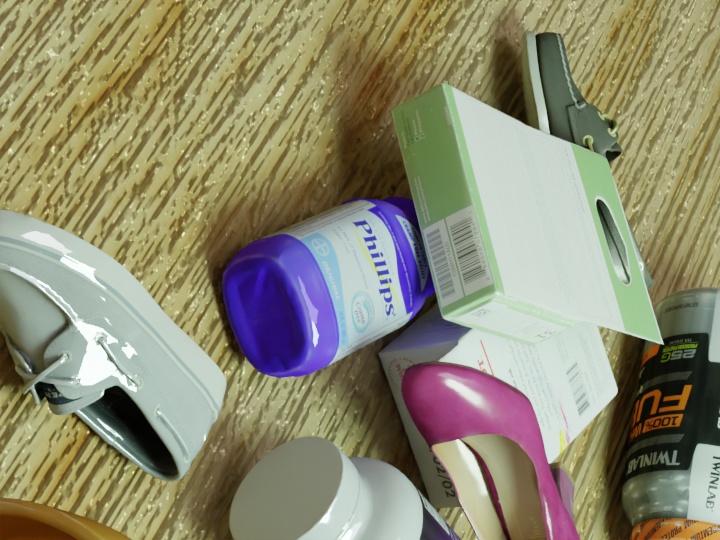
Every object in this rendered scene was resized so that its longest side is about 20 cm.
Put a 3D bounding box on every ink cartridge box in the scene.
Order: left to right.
[{"bbox_3d":[0.083,0.076,1.353,0.200,0.067,0.116,-37,113,-49],"label":"ink cartridge box"},{"bbox_3d":[0.108,-0.025,1.322,0.199,0.048,0.147,19,51,-52],"label":"ink cartridge box"}]

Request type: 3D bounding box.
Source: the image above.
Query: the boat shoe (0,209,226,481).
[{"bbox_3d":[-0.144,0.043,1.066,0.200,0.072,0.069,51,46,-47],"label":"boat shoe"}]

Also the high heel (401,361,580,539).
[{"bbox_3d":[0.080,0.132,1.226,0.200,0.067,0.097,42,43,-43],"label":"high heel"}]

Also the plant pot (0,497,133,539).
[{"bbox_3d":[-0.132,0.217,0.958,0.183,0.199,0.202,32,58,-65],"label":"plant pot"}]

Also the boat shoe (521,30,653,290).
[{"bbox_3d":[0.155,-0.074,1.452,0.072,0.060,0.203,64,14,-77],"label":"boat shoe"}]

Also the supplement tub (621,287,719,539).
[{"bbox_3d":[0.260,0.124,1.535,0.122,0.122,0.201,40,53,-42],"label":"supplement tub"}]

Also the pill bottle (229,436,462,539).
[{"bbox_3d":[0.011,0.185,1.199,0.200,0.112,0.113,50,47,-35],"label":"pill bottle"}]

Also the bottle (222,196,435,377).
[{"bbox_3d":[0.000,0.000,1.259,0.200,0.065,0.084,-24,98,-52],"label":"bottle"}]
